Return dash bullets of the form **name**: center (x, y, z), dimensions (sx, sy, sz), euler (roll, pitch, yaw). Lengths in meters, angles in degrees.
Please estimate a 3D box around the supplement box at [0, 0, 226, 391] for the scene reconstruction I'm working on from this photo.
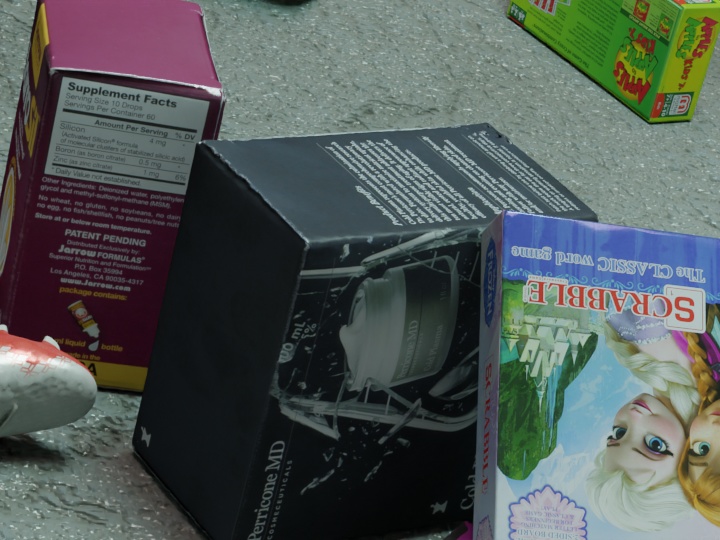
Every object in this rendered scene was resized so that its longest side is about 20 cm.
- **supplement box**: center (-0.152, -0.048, 1.535), dimensions (0.103, 0.200, 0.131), euler (8, 26, -13)

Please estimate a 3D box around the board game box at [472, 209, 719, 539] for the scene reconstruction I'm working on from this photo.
- **board game box**: center (0.159, 0.079, 1.347), dimensions (0.200, 0.041, 0.200), euler (6, 71, -13)

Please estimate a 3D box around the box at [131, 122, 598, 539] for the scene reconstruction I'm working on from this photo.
- **box**: center (0.000, 0.034, 1.450), dimensions (0.196, 0.200, 0.124), euler (-5, 32, -33)

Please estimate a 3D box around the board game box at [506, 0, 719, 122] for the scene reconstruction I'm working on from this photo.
- **board game box**: center (0.205, -0.211, 2.133), dimensions (0.048, 0.102, 0.200), euler (-6, 33, -34)

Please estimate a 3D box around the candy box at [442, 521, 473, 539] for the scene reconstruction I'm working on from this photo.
- **candy box**: center (0.058, 0.211, 1.294), dimensions (0.136, 0.061, 0.200), euler (25, 29, 19)

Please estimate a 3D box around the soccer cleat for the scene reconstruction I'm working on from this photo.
- **soccer cleat**: center (-0.241, 0.074, 1.412), dimensions (0.200, 0.069, 0.085), euler (5, 37, -12)
